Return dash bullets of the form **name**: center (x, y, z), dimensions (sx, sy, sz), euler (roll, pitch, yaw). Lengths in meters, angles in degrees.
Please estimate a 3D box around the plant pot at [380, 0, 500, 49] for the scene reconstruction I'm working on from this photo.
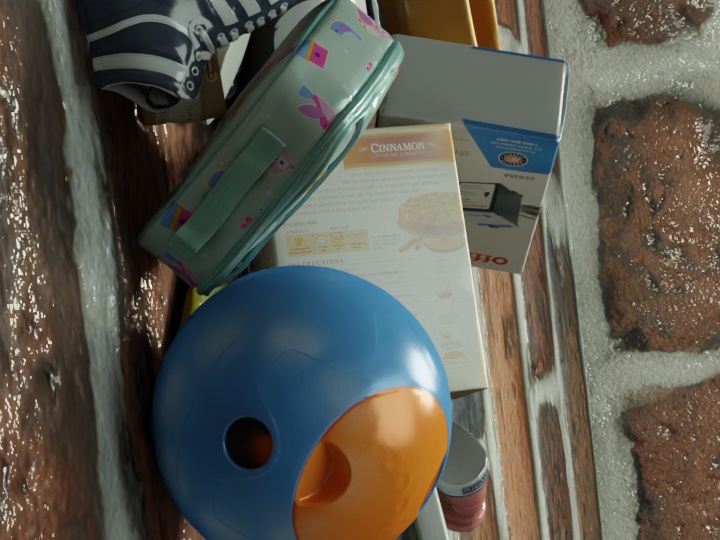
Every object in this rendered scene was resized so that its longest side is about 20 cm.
- **plant pot**: center (0.014, -0.216, 1.782), dimensions (0.200, 0.181, 0.202), euler (-9, 90, -79)

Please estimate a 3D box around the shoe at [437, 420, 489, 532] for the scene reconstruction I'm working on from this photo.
- **shoe**: center (0.038, 0.142, 1.836), dimensions (0.200, 0.071, 0.091), euler (43, -24, 30)

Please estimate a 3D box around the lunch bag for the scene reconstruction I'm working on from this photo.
- **lunch bag**: center (-0.060, -0.077, 1.403), dimensions (0.077, 0.200, 0.161), euler (37, 33, -7)

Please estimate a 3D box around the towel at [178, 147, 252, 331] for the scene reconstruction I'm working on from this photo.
- **towel**: center (-0.095, 0.024, 1.549), dimensions (0.144, 0.023, 0.201), euler (59, 27, -47)

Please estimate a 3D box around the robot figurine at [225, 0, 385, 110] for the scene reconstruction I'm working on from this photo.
- **robot figurine**: center (-0.052, -0.181, 1.625), dimensions (0.150, 0.123, 0.202), euler (-59, 141, -73)

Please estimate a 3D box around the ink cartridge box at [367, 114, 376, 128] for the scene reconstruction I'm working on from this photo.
- **ink cartridge box**: center (0.014, -0.053, 1.936), dimensions (0.145, 0.083, 0.202), euler (64, 24, -56)

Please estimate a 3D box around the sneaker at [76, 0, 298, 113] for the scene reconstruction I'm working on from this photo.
- **sneaker**: center (-0.088, -0.161, 1.367), dimensions (0.070, 0.198, 0.110), euler (168, -84, -67)

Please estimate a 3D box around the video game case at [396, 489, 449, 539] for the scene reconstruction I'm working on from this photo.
- **video game case**: center (0.059, 0.260, 1.732), dimensions (0.183, 0.023, 0.201), euler (91, -13, -58)

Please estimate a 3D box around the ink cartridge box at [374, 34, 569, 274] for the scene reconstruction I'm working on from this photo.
- **ink cartridge box**: center (0.081, -0.092, 1.711), dimensions (0.201, 0.145, 0.087), euler (98, 1, -57)

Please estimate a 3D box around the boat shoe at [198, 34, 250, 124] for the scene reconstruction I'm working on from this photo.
- **boat shoe**: center (-0.108, -0.206, 1.515), dimensions (0.071, 0.063, 0.202), euler (-57, 162, -70)

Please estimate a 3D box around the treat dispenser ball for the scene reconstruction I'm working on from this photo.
- **treat dispenser ball**: center (-0.039, 0.097, 1.388), dimensions (0.201, 0.199, 0.203), euler (-6, 90, -77)

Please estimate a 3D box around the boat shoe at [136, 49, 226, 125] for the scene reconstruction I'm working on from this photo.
- **boat shoe**: center (-0.117, -0.195, 1.438), dimensions (0.074, 0.068, 0.202), euler (135, -43, -76)

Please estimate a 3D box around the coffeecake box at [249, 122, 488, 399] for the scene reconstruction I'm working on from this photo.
- **coffeecake box**: center (0.000, 0.000, 1.559), dimensions (0.073, 0.152, 0.202), euler (153, -70, -69)
